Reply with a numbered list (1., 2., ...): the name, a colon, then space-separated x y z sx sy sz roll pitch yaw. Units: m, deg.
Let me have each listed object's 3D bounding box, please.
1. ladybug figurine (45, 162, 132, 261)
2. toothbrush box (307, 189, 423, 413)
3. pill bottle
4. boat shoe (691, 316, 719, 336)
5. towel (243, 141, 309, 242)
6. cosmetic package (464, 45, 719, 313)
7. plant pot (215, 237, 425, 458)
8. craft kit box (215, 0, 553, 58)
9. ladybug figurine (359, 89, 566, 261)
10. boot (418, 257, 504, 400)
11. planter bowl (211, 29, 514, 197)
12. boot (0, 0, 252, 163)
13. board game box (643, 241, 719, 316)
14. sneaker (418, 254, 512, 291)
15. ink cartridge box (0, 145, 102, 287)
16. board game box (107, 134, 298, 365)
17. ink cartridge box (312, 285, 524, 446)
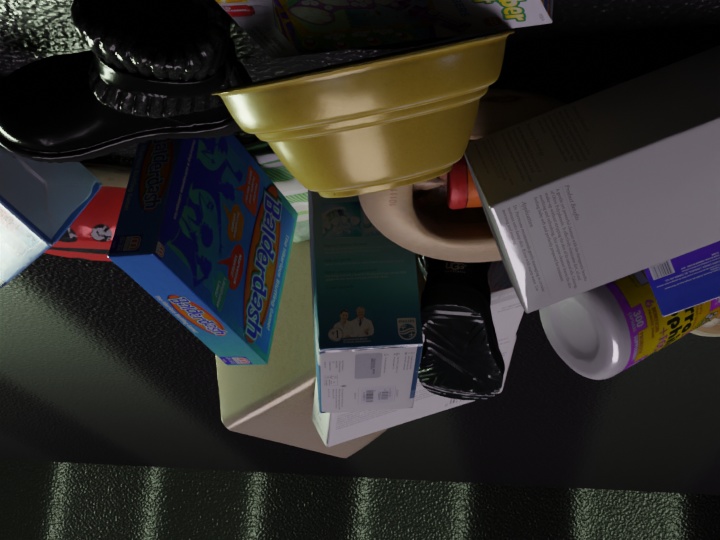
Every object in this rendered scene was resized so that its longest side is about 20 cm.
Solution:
1. ladybug figurine: -0.249 -0.052 1.220 0.199 0.072 0.136 3 163 5
2. toothbrush box: 0.000 0.000 1.075 0.085 0.201 0.147 -4 154 -3
3. pill bottle: 0.263 0.012 1.146 0.199 0.105 0.104 -26 176 -26
4. boat shoe: 0.346 0.022 1.324 0.199 0.074 0.066 12 167 -23
5. towel: -0.065 -0.071 1.200 0.152 0.024 0.200 -9 158 34
6. cosmetic package: 0.185 -0.063 0.893 0.199 0.085 0.108 -21 128 3
7. plant pot: -0.023 0.063 1.358 0.177 0.201 0.199 -26 149 32
8. craft kit box: -0.005 -0.195 0.753 0.197 0.049 0.200 -6 161 22
9. ladybug figurine: 0.095 -0.077 0.979 0.199 0.136 0.072 0 -152 -7
10. boot: 0.095 0.002 1.115 0.076 0.169 0.200 6 150 12
11. planter bowl: 0.009 -0.097 0.844 0.199 0.084 0.200 -12 -171 2
12. boot: -0.181 -0.141 0.895 0.210 0.080 0.158 -9 169 5
13. board game box: 0.326 -0.027 0.978 0.199 0.045 0.134 -22 178 24
14. sneaker: 0.087 -0.020 1.238 0.079 0.079 0.200 8 160 32
15. ink cartridge box: -0.317 -0.066 1.092 0.136 0.076 0.200 44 152 -13
16. board game box: -0.122 -0.031 1.066 0.045 0.153 0.200 -2 152 23
17. ink cartridge box: 0.057 0.077 1.238 0.199 0.045 0.177 -15 141 -21
